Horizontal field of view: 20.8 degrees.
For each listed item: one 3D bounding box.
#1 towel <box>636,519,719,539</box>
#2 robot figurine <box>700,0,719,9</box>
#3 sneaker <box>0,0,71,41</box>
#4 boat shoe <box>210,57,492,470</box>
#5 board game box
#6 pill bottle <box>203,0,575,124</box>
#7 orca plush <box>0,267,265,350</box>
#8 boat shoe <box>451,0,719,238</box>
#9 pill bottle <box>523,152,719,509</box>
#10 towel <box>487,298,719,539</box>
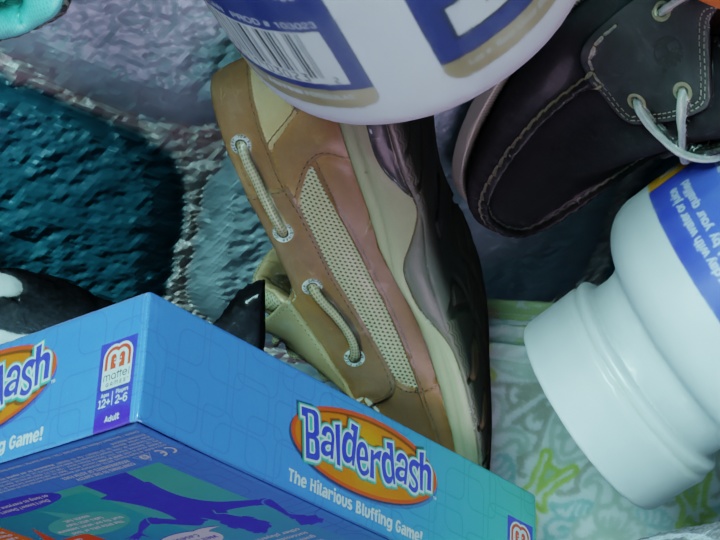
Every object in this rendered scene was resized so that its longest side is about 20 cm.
[{"bbox_3d":[0.154,0.108,0.679,0.165,0.086,0.200,-20,174,-22],"label":"towel"},{"bbox_3d":[0.115,-0.148,0.521,0.143,0.117,0.200,-19,142,-1],"label":"robot figurine"},{"bbox_3d":[-0.110,-0.134,0.469,0.077,0.092,0.200,-21,143,4],"label":"sneaker"},{"bbox_3d":[0.000,0.000,0.688,0.073,0.076,0.201,-9,124,12],"label":"boat shoe"},{"bbox_3d":[-0.057,0.080,0.665,0.151,0.045,0.200,-18,146,34],"label":"board game box"},{"bbox_3d":[-0.019,-0.135,0.487,0.111,0.112,0.200,-23,143,9],"label":"pill bottle"},{"bbox_3d":[-0.130,0.002,0.646,0.199,0.072,0.105,0,154,4],"label":"orca plush"},{"bbox_3d":[0.107,-0.069,0.660,0.072,0.068,0.200,22,131,-39],"label":"boat shoe"},{"bbox_3d":[0.159,-0.004,0.689,0.200,0.112,0.112,-36,140,16],"label":"pill bottle"},{"bbox_3d":[0.078,0.109,0.797,0.170,0.048,0.201,6,104,-8],"label":"towel"}]
